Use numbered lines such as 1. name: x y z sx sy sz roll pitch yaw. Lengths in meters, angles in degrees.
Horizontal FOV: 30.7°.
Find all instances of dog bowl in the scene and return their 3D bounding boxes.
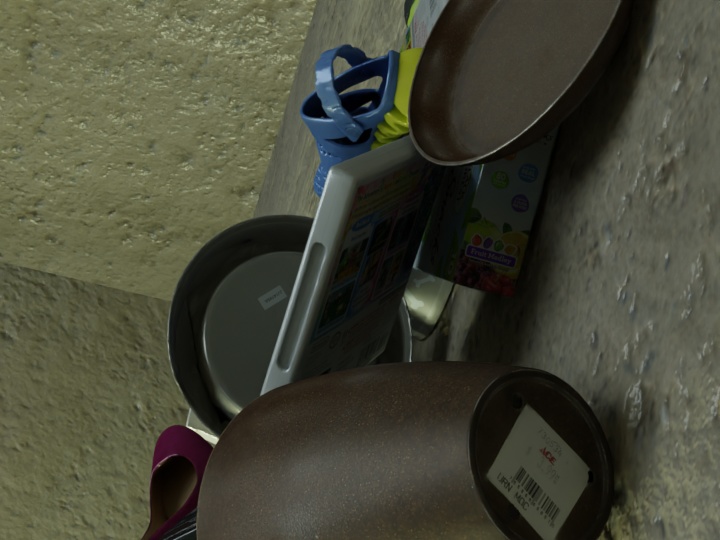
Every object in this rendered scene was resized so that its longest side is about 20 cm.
1. dog bowl: -0.059 0.060 1.058 0.059 0.197 0.203 126 156 -68
2. dog bowl: 0.047 -0.043 1.167 0.200 0.058 0.203 -167 90 -80

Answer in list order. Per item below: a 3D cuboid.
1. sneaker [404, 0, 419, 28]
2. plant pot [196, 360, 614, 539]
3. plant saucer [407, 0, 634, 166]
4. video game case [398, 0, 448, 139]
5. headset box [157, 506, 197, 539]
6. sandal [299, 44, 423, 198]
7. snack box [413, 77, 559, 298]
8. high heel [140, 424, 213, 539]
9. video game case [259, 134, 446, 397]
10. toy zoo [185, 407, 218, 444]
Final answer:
1. sneaker: 0.096 -0.243 1.186 0.200 0.071 0.084 125 133 -69
2. plant pot: 0.037 0.126 0.705 0.199 0.185 0.189 -31 44 52
3. plant saucer: 0.107 -0.149 0.839 0.200 0.032 0.202 -39 34 32
4. video game case: 0.046 -0.138 1.075 0.201 0.023 0.183 -90 19 -51
5. headset box: -0.047 0.209 0.904 0.077 0.150 0.200 -28 1 26
6. sandal: -0.010 -0.122 1.055 0.200 0.086 0.080 121 159 -58
7. snack box: 0.085 -0.062 0.974 0.200 0.052 0.144 -153 76 -80
8. high heel: -0.144 0.167 0.951 0.068 0.096 0.200 -49 34 12
9. video game case: 0.000 0.000 0.898 0.200 0.023 0.184 -31 -38 -64
10. toy zoo: -0.059 0.101 1.096 0.133 0.198 0.020 -66 5 -21
